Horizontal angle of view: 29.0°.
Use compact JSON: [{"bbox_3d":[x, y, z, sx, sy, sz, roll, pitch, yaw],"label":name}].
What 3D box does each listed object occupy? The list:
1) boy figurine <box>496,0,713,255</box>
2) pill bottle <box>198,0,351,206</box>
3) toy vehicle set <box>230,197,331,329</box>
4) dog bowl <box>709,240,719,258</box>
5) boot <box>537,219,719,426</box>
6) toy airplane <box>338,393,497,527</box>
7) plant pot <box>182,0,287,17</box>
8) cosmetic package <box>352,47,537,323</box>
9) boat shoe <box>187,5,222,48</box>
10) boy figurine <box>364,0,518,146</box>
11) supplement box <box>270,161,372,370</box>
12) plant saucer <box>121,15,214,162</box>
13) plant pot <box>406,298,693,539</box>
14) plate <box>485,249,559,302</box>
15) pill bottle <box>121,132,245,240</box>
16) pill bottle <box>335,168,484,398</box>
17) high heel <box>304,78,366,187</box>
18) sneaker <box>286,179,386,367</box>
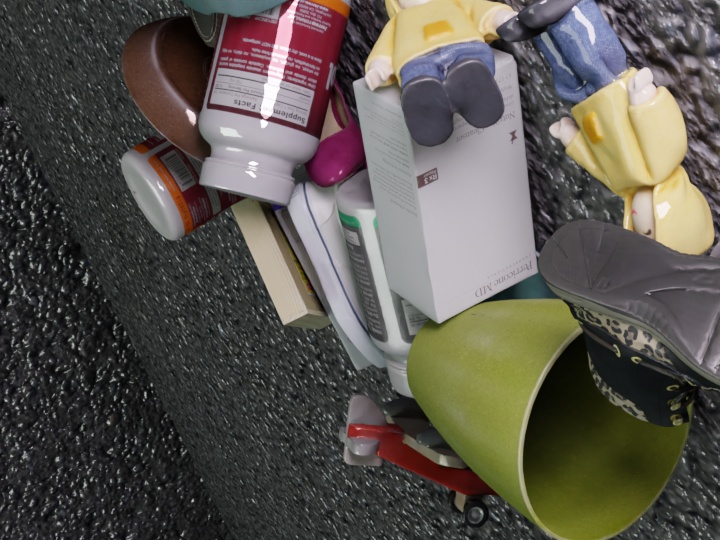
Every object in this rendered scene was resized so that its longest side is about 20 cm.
[{"bbox_3d":[0.169,-0.094,0.936,0.201,0.064,0.124,62,159,-6],"label":"boy figurine"},{"bbox_3d":[-0.082,-0.165,1.256,0.113,0.112,0.201,13,90,65],"label":"pill bottle"},{"bbox_3d":[-0.072,-0.004,1.399,0.200,0.026,0.125,25,-139,-81],"label":"toy vehicle set"},{"bbox_3d":[0.294,0.039,0.858,0.200,0.059,0.200,50,161,23],"label":"dog bowl"},{"bbox_3d":[0.217,0.056,0.897,0.203,0.074,0.154,28,161,34],"label":"boot"},{"bbox_3d":[0.076,0.178,1.530,0.200,0.142,0.199,27,180,33],"label":"toy airplane"},{"bbox_3d":[-0.117,-0.328,1.138,0.200,0.200,0.196,44,167,34],"label":"plant pot"},{"bbox_3d":[0.072,-0.073,1.130,0.081,0.113,0.201,34,144,50],"label":"cosmetic package"},{"bbox_3d":[-0.151,-0.308,1.297,0.067,0.057,0.201,-1,90,54],"label":"boat shoe"},{"bbox_3d":[0.061,-0.174,1.039,0.200,0.124,0.065,-96,-16,-51],"label":"boy figurine"},{"bbox_3d":[-0.003,-0.017,1.426,0.103,0.101,0.201,-94,-22,-73],"label":"supplement box"},{"bbox_3d":[-0.136,-0.180,1.362,0.201,0.200,0.034,53,128,13],"label":"plant saucer"},{"bbox_3d":[0.133,0.097,1.133,0.200,0.187,0.188,21,141,52],"label":"plant pot"},{"bbox_3d":[0.167,0.044,1.252,0.200,0.026,0.200,49,160,25],"label":"plate"},{"bbox_3d":[-0.150,-0.127,1.510,0.110,0.200,0.110,48,160,25],"label":"pill bottle"},{"bbox_3d":[0.052,0.008,1.272,0.113,0.113,0.201,27,135,57],"label":"pill bottle"},{"bbox_3d":[-0.044,-0.151,1.322,0.096,0.067,0.200,57,-173,-27],"label":"high heel"},{"bbox_3d":[0.000,0.000,1.339,0.201,0.071,0.073,63,-164,-16],"label":"sneaker"}]
